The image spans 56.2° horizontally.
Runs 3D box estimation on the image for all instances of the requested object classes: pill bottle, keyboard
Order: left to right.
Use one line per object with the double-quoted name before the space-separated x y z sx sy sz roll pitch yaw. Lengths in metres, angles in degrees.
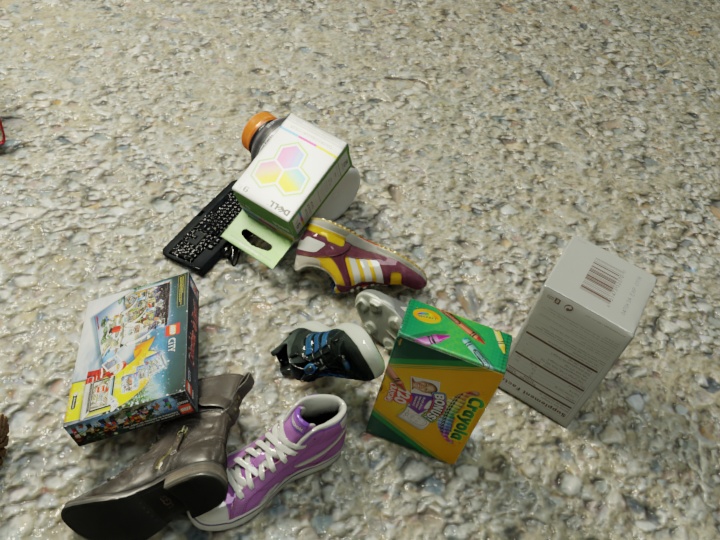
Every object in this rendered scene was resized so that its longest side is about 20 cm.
"keyboard" -0.200 -0.075 1.009 0.103 0.040 0.201 24 49 10
"pill bottle" -0.102 -0.172 1.073 0.106 0.107 0.200 -32 62 -34

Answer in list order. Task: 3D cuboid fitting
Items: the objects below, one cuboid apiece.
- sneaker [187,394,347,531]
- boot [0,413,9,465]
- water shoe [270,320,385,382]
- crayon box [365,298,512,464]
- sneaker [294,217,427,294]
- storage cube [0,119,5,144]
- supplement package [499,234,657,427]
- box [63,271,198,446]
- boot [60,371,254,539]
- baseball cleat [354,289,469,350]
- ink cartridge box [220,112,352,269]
"sneaker" -0.100 0.196 0.736 0.199 0.115 0.073 -27 60 -31
"boot" -0.440 0.219 0.667 0.106 0.076 0.201 16 48 8
"water shoe" -0.042 0.110 0.805 0.079 0.199 0.072 -35 104 -24
"crayon box" 0.084 0.133 0.775 0.118 0.201 0.059 19 46 6
"sneaker" 0.000 0.000 0.975 0.198 0.075 0.091 25 89 -14
"storage cube" -0.649 -0.291 0.998 0.169 0.201 0.180 -17 47 -25
"supplement package" 0.270 0.081 0.865 0.117 0.201 0.117 30 49 15
"box" -0.260 0.095 0.789 0.135 0.038 0.201 -16 40 0
"boot" -0.213 0.196 0.741 0.198 0.070 0.175 -17 31 5
"baseball cleat" 0.087 0.083 0.923 0.199 0.070 0.106 39 44 10
"ink cartridge box" -0.110 -0.115 0.956 0.103 0.059 0.201 30 74 19
